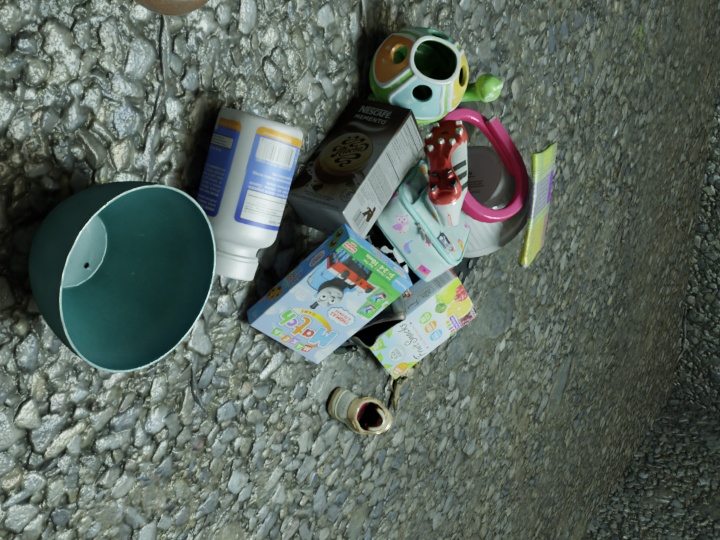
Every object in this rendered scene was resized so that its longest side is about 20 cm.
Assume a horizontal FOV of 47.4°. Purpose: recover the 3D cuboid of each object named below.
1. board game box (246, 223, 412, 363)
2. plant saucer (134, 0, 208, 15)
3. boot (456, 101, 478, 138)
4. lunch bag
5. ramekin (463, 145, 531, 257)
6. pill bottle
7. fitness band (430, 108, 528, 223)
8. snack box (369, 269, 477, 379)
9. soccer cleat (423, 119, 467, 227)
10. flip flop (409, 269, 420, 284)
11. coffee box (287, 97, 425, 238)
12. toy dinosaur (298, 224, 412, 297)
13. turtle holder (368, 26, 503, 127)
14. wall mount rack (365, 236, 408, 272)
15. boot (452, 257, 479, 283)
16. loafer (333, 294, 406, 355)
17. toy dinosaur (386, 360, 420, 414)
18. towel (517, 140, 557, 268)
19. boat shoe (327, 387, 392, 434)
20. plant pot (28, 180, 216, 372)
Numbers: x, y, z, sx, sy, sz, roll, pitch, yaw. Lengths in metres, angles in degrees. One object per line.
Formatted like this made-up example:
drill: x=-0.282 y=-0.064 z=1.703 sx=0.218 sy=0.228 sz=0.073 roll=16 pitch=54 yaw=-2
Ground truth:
board game box: x=-0.045 y=0.040 z=1.204 sx=0.200 sy=0.037 sz=0.151 roll=-40 pitch=132 yaw=17
plant saucer: x=-0.198 y=-0.383 z=0.900 sx=0.200 sy=0.034 sz=0.202 roll=-30 pitch=130 yaw=-44
boot: x=0.132 y=-0.274 z=1.411 sx=0.183 sy=0.072 sz=0.200 roll=-59 pitch=152 yaw=-14
lunch bag: x=0.101 y=-0.085 z=1.303 sx=0.161 sy=0.077 sz=0.200 roll=55 pitch=25 yaw=-11
ramekin: x=0.204 y=-0.133 z=1.469 sx=0.094 sy=0.201 sz=0.203 roll=44 pitch=69 yaw=-42
pill bottle: x=-0.150 y=-0.095 z=1.041 sx=0.112 sy=0.111 sz=0.202 roll=8 pitch=100 yaw=-56
fitness band: x=0.197 y=-0.175 z=1.353 sx=0.143 sy=0.037 sz=0.201 roll=-34 pitch=93 yaw=-25
snack box: x=0.106 y=0.093 z=1.488 sx=0.199 sy=0.053 sz=0.142 roll=-37 pitch=140 yaw=-1
soccer cleat: x=0.134 y=-0.154 z=1.266 sx=0.086 sy=0.068 sz=0.201 roll=72 pitch=17 yaw=-45
flip flop: x=0.157 y=-0.034 z=1.546 sx=0.058 sy=0.081 sz=0.201 roll=44 pitch=63 yaw=-41
coffee box: x=-0.004 y=-0.152 z=1.222 sx=0.201 sy=0.112 sz=0.080 roll=-58 pitch=144 yaw=-21
toy dinosaur: x=0.000 y=0.000 z=1.297 sx=0.199 sy=0.102 sz=0.136 roll=5 pitch=132 yaw=-51
turtle holder: x=0.107 y=-0.286 z=1.237 sx=0.185 sy=0.132 sz=0.141 roll=41 pitch=78 yaw=-9
wall mount rack: x=0.066 y=-0.075 z=1.407 sx=0.199 sy=0.074 sz=0.175 roll=-15 pitch=85 yaw=-52
boot: x=0.204 y=-0.057 z=1.623 sx=0.200 sy=0.065 sz=0.166 roll=-46 pitch=138 yaw=-26
loafer: x=0.007 y=0.094 z=1.315 sx=0.071 sy=0.063 sz=0.200 roll=-2 pitch=149 yaw=-35
toy dinosaur: x=0.097 y=0.179 z=1.603 sx=0.201 sy=0.058 sz=0.101 roll=-58 pitch=160 yaw=-6
towel: x=0.301 y=-0.112 z=1.399 sx=0.144 sy=0.023 sz=0.202 roll=-35 pitch=133 yaw=-60
boat shoe: x=0.014 y=0.269 z=1.497 sx=0.200 sy=0.069 sz=0.074 roll=33 pitch=78 yaw=-56
plant pot: x=-0.274 y=-0.009 z=0.883 sx=0.200 sy=0.134 sz=0.202 roll=-30 pitch=129 yaw=-44
